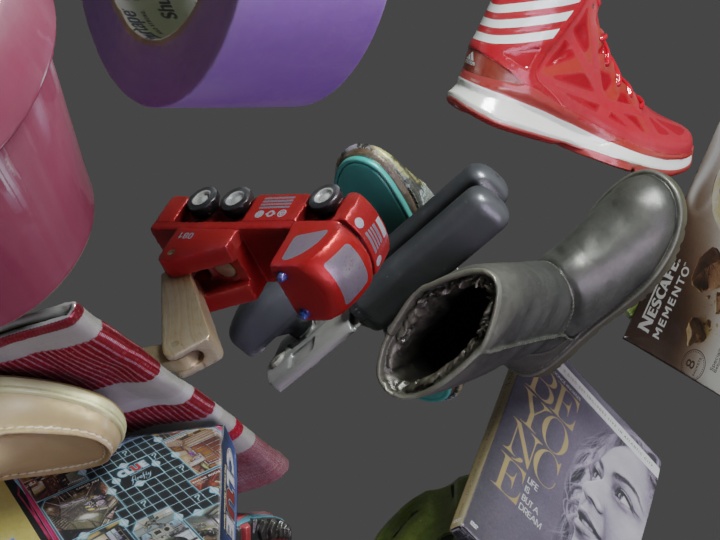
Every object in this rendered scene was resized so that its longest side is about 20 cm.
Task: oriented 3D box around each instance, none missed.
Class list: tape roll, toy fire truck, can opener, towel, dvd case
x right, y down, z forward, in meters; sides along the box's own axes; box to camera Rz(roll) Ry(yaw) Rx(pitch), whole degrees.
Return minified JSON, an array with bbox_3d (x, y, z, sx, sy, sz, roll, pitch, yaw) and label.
[{"bbox_3d":[-0.068,-0.183,0.886,0.085,0.200,0.201,-4,112,-34],"label":"tape roll"},{"bbox_3d":[-0.094,0.017,0.994,0.141,0.200,0.049,-60,136,-35],"label":"toy fire truck"},{"bbox_3d":[0.000,0.000,1.056,0.067,0.053,0.200,38,118,-20],"label":"can opener"},{"bbox_3d":[-0.153,0.087,0.988,0.200,0.144,0.023,43,40,-45],"label":"towel"},{"bbox_3d":[0.138,0.151,1.183,0.149,0.016,0.200,46,39,-17],"label":"dvd case"}]

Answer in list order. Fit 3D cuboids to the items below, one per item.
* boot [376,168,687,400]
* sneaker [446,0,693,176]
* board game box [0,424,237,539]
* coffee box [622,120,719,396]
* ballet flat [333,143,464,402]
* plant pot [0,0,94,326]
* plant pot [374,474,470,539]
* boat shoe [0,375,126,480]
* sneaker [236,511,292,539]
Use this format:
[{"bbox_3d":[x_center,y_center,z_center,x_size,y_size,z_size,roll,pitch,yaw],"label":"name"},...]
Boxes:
[{"bbox_3d":[0.108,0.005,1.068,0.182,0.073,0.200,-54,153,13],"label":"boot"},{"bbox_3d":[0.159,-0.134,1.141,0.200,0.078,0.116,10,106,-38],"label":"sneaker"},{"bbox_3d":[-0.168,0.162,0.955,0.199,0.136,0.035,-7,144,9],"label":"board game box"},{"bbox_3d":[0.288,-0.011,1.259,0.080,0.113,0.200,17,101,-37],"label":"coffee box"},{"bbox_3d":[0.033,-0.009,1.128,0.072,0.072,0.201,-31,124,-19],"label":"ballet flat"},{"bbox_3d":[-0.224,-0.066,0.853,0.200,0.200,0.179,-42,143,-12],"label":"plant pot"},{"bbox_3d":[0.100,0.249,1.218,0.200,0.200,0.190,-38,114,-14],"label":"plant pot"},{"bbox_3d":[-0.226,0.103,0.936,0.199,0.065,0.072,-2,143,-1],"label":"boat shoe"},{"bbox_3d":[-0.128,0.172,1.048,0.200,0.095,0.080,-9,122,-46],"label":"sneaker"}]
